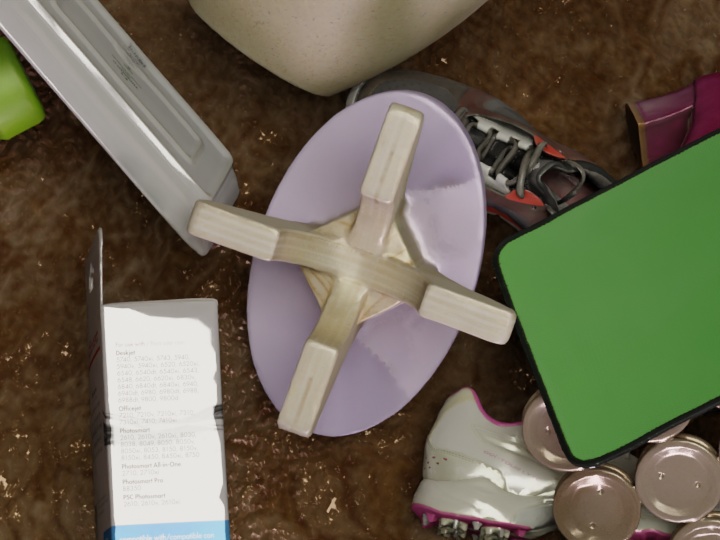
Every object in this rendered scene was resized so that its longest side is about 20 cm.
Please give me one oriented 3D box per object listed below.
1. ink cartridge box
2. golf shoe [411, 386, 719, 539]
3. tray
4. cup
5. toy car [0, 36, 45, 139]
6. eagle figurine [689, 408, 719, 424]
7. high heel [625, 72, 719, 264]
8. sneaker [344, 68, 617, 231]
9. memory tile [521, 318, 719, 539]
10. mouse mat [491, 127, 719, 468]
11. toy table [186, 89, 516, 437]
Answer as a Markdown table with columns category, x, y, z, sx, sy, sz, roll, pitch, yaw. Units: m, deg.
| category | x | y | z | sx | sy | sz | roll | pitch | yaw |
| --- | --- | --- | --- | --- | --- | --- | --- | --- | --- |
| ink cartridge box | -0.113 | 0.083 | 1.667 | 0.067 | 0.116 | 0.201 | -2 | 81 | -10 |
| golf shoe | 0.131 | 0.117 | 1.726 | 0.199 | 0.075 | 0.092 | 9 | 75 | -9 |
| tray | -0.136 | -0.105 | 1.688 | 0.022 | 0.107 | 0.200 | -36 | 102 | 20 |
| cup | -0.019 | -0.185 | 1.709 | 0.200 | 0.200 | 0.144 | 35 | 102 | -2 |
| toy car | -0.272 | -0.106 | 1.615 | 0.164 | 0.200 | 0.158 | -28 | 92 | -3 |
| eagle figurine | 0.266 | 0.077 | 1.723 | 0.199 | 0.152 | 0.152 | 4 | 115 | 8 |
| high heel | 0.221 | -0.049 | 1.727 | 0.095 | 0.200 | 0.068 | -12 | 120 | -4 |
| sneaker | 0.087 | -0.064 | 1.744 | 0.199 | 0.082 | 0.077 | 27 | 77 | -4 |
| memory tile | 0.198 | 0.104 | 1.651 | 0.199 | 0.017 | 0.154 | -20 | 104 | 15 |
| mouse mat | 0.178 | 0.005 | 1.638 | 0.199 | 0.008 | 0.161 | -28 | 53 | 12 |
| toy table | 0.000 | 0.000 | 1.669 | 0.183 | 0.117 | 0.201 | 8 | 95 | 6 |
